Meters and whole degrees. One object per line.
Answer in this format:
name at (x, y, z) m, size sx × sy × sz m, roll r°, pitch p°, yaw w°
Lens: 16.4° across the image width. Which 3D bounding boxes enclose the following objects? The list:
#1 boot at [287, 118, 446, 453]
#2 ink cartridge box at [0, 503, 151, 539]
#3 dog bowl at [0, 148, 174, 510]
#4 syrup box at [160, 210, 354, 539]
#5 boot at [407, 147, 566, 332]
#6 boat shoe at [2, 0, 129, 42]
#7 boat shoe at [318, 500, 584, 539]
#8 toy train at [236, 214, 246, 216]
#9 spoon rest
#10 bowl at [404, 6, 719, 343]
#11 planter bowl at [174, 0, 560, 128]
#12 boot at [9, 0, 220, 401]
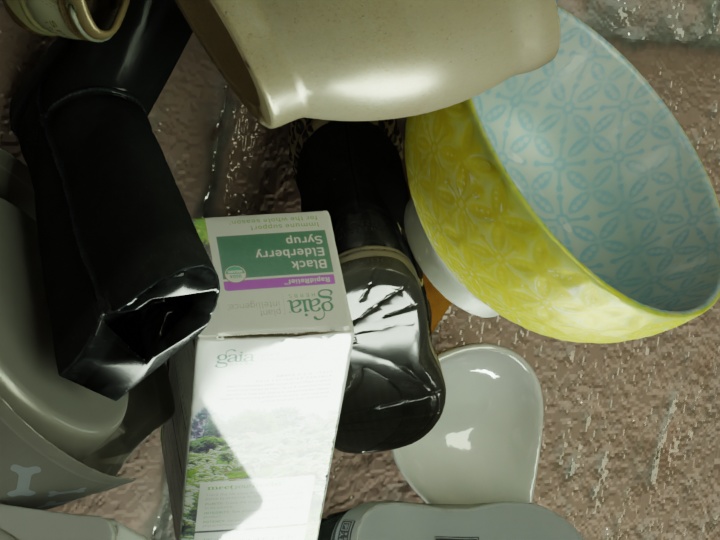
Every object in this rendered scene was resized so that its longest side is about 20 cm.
boot at (0.000, 0.000, 1.410) m, size 0.073 × 0.151 × 0.200 m, roll -9°, pitch 146°, yaw 0°
ink cartridge box at (-0.149, 0.181, 1.273) m, size 0.200 × 0.144 × 0.085 m, roll 44°, pitch 54°, yaw -60°
dog bowl at (-0.177, 0.030, 1.245) m, size 0.059 × 0.200 × 0.200 m, roll -32°, pitch 130°, yaw 19°
syrup box at (-0.057, 0.061, 1.302) m, size 0.079 × 0.081 × 0.200 m, roll -4°, pitch 141°, yaw -11°
boot at (0.068, -0.017, 1.447) m, size 0.071 × 0.144 × 0.201 m, roll 18°, pitch 90°, yaw -40°
boat shoe at (-0.124, -0.207, 1.175) m, size 0.073 × 0.063 × 0.200 m, roll -6°, pitch 104°, yaw -37°
boat shoe at (0.053, 0.166, 1.468) m, size 0.200 × 0.057 × 0.069 m, roll 14°, pitch 75°, yaw -39°
toy train at (-0.052, 0.067, 1.429) m, size 0.042 × 0.056 × 0.200 m, roll -18°, pitch 112°, yaw -35°
spoon rest at (0.072, 0.129, 1.520) m, size 0.099 × 0.061 × 0.200 m, roll -22°, pitch 126°, yaw -13°
bowl at (0.087, -0.035, 1.313) m, size 0.200 × 0.108 × 0.200 m, roll 33°, pitch 37°, yaw -29°
planter bowl at (-0.018, -0.149, 1.163) m, size 0.135 × 0.200 × 0.200 m, roll -32°, pitch 121°, yaw -7°
boot at (-0.107, -0.059, 1.224) m, size 0.066 × 0.200 × 0.165 m, roll 18°, pitch 125°, yaw -28°
